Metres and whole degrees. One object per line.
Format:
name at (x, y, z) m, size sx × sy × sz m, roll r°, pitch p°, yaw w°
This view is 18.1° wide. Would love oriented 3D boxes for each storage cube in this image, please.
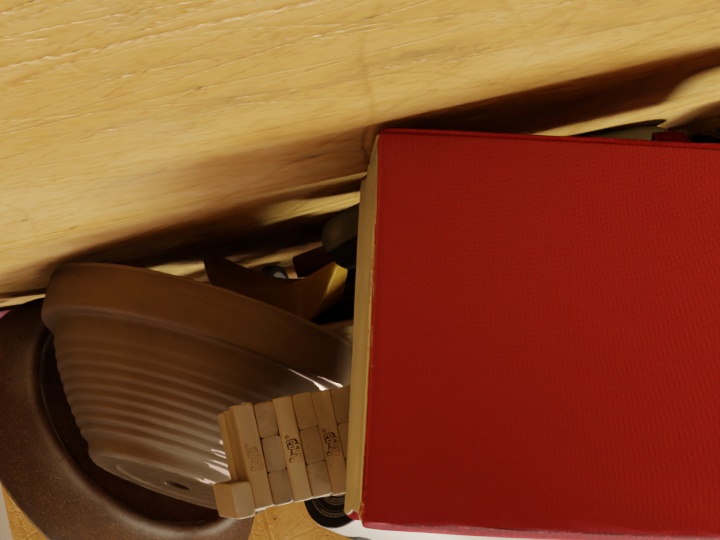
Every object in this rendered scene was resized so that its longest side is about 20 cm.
storage cube at (0.087, 0.033, 1.045) m, size 0.178 × 0.202 × 0.171 m, roll 2°, pitch 176°, yaw -2°

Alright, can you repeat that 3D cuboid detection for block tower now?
block tower at (0.023, 0.079, 1.153) m, size 0.198 × 0.058 × 0.054 m, roll -12°, pitch 177°, yaw -14°

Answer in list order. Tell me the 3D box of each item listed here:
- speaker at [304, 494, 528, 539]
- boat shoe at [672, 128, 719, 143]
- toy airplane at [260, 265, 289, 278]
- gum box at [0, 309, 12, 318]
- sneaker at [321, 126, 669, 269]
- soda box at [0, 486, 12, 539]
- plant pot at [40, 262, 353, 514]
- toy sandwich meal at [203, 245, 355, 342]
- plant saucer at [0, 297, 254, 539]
speaker at (0.057, 0.167, 1.555) m, size 0.081 × 0.082 × 0.199 m, roll -16°, pitch 148°, yaw 40°
boat shoe at (0.193, -0.055, 1.266) m, size 0.075 × 0.075 × 0.202 m, roll 32°, pitch 172°, yaw -17°
toy airplane at (-0.025, 0.067, 1.587) m, size 0.198 × 0.142 × 0.200 m, roll -13°, pitch 175°, yaw -12°
gum box at (-0.222, 0.064, 1.443) m, size 0.199 × 0.067 × 0.113 m, roll -9°, pitch 173°, yaw -46°
sneaker at (0.082, -0.005, 1.187) m, size 0.198 × 0.115 × 0.076 m, roll -10°, pitch 173°, yaw -17°
soda box at (-0.228, 0.115, 1.196) m, size 0.063 × 0.202 × 0.068 m, roll -12°, pitch 176°, yaw -24°
plant pot at (-0.089, 0.075, 1.240) m, size 0.199 × 0.093 × 0.201 m, roll 17°, pitch 166°, yaw 4°
toy sandwich meal at (0.000, 0.000, 1.342) m, size 0.203 × 0.071 × 0.205 m, roll -11°, pitch -173°, yaw 1°
plant saucer at (-0.134, 0.092, 1.329) m, size 0.199 × 0.201 × 0.034 m, roll -8°, pitch 153°, yaw -49°
